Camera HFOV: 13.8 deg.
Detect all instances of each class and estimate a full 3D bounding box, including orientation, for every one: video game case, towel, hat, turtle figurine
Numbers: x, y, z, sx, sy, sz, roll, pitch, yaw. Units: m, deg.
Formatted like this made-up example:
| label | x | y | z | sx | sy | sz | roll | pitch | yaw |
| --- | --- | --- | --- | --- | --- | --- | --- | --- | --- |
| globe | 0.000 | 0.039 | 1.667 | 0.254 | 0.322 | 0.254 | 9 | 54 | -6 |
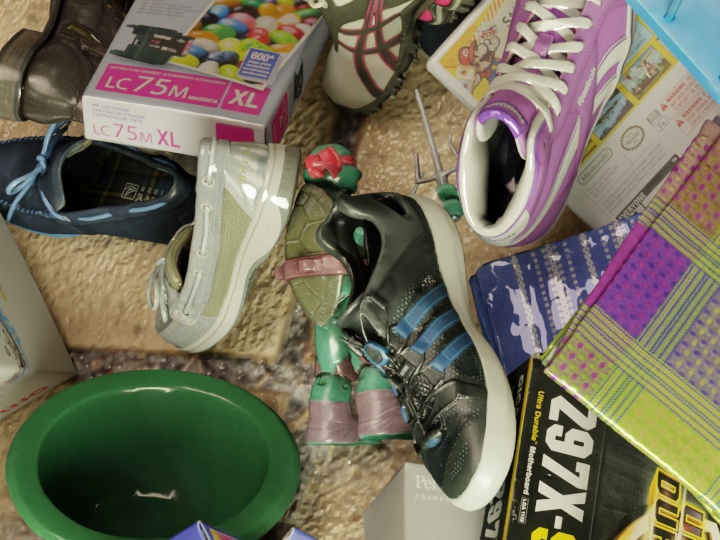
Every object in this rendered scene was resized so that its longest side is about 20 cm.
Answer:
| label | x | y | z | sx | sy | sz | roll | pitch | yaw |
| --- | --- | --- | --- | --- | --- | --- | --- | --- | --- |
| video game case | 0.167 | -0.130 | 1.715 | 0.182 | 0.023 | 0.200 | 44 | 101 | 10 |
| towel | 0.167 | 0.034 | 1.677 | 0.199 | 0.024 | 0.146 | -19 | 72 | 19 |
| hat | -0.137 | 0.178 | 1.809 | 0.199 | 0.177 | 0.166 | 2 | 40 | 0 |
| towel | 0.198 | 0.024 | 1.604 | 0.143 | 0.023 | 0.200 | 39 | 64 | -3 |
| turtle figurine | 0.000 | 0.000 | 1.740 | 0.100 | 0.150 | 0.201 | 0 | 84 | -13 |

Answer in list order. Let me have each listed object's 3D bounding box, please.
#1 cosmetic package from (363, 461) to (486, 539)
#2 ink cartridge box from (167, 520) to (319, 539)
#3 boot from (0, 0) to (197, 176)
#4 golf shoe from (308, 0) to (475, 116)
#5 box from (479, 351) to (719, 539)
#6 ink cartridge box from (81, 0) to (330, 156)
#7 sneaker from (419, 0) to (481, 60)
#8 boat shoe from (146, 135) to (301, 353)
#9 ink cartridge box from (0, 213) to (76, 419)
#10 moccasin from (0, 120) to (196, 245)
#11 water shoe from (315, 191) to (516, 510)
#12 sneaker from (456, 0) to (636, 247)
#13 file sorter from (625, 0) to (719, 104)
| label | x | y | z | sx | sy | sz | roll | pitch | yaw |
| --- | --- | --- | --- | --- | --- | --- | --- | --- | --- |
| cosmetic package | 0.061 | 0.212 | 1.611 | 0.106 | 0.090 | 0.201 | 5 | 66 | -16 |
| ink cartridge box | -0.102 | 0.219 | 1.695 | 0.199 | 0.136 | 0.077 | -31 | 62 | 14 |
| boot | -0.129 | -0.126 | 1.908 | 0.173 | 0.070 | 0.200 | 14 | 37 | 13 |
| golf shoe | 0.006 | -0.164 | 1.795 | 0.200 | 0.088 | 0.078 | 129 | 153 | -57 |
| box | 0.142 | 0.160 | 1.577 | 0.159 | 0.049 | 0.201 | 15 | 69 | -12 |
| ink cartridge box | -0.085 | -0.145 | 1.844 | 0.119 | 0.042 | 0.200 | 10 | 40 | 12 |
| sneaker | 0.114 | -0.177 | 1.790 | 0.199 | 0.084 | 0.075 | -16 | 60 | 23 |
| boat shoe | -0.092 | -0.018 | 1.785 | 0.202 | 0.064 | 0.075 | 125 | 158 | -57 |
| ink cartridge box | -0.300 | 0.033 | 1.841 | 0.147 | 0.200 | 0.145 | -29 | 77 | 13 |
| moccasin | -0.174 | -0.065 | 1.914 | 0.199 | 0.068 | 0.081 | 4 | 69 | 32 |
| water shoe | 0.023 | 0.044 | 1.603 | 0.072 | 0.078 | 0.201 | -57 | 37 | 40 |
| sneaker | 0.104 | -0.110 | 1.663 | 0.072 | 0.114 | 0.202 | 13 | 93 | 15 |
| file sorter | 0.193 | -0.225 | 1.627 | 0.139 | 0.123 | 0.200 | -37 | 79 | -18 |
